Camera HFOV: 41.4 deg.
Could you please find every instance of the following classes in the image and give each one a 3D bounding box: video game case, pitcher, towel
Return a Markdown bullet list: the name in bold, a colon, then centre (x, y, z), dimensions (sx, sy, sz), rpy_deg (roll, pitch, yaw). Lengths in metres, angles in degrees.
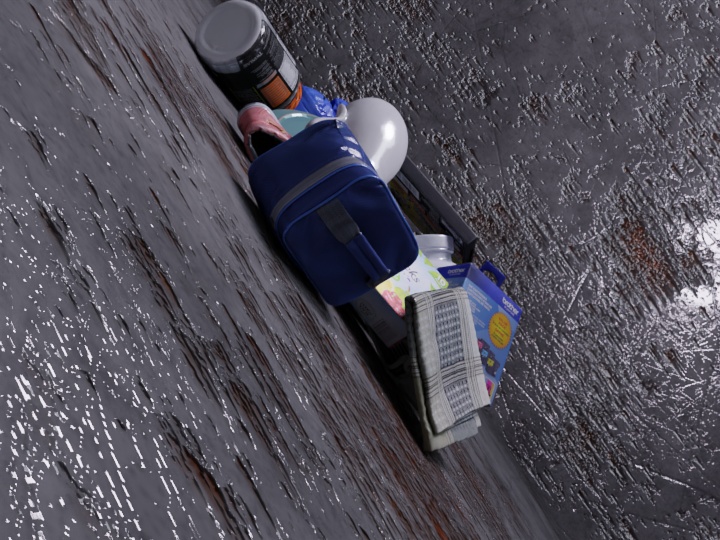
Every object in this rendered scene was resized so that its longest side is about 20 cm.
- **video game case**: centre (0.117, -0.093, 1.574), dimensions (0.200, 0.025, 0.181), rpy_deg (50, -9, 15)
- **pitcher**: centre (-0.010, -0.183, 1.380), dimensions (0.172, 0.121, 0.200), rpy_deg (55, 34, -31)
- **towel**: centre (0.116, 0.123, 1.227), dimensions (0.193, 0.035, 0.200), rpy_deg (-3, 85, -65)

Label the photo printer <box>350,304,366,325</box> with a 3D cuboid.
- **photo printer**: centre (0.000, 0.000, 1.420), dimensions (0.166, 0.069, 0.200), rpy_deg (55, 4, -41)

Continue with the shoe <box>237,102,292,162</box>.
- **shoe**: centre (-0.103, -0.142, 1.346), dimensions (0.200, 0.071, 0.091), rpy_deg (51, 11, -31)

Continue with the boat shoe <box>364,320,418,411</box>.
- **boat shoe**: centre (0.058, 0.126, 1.289), dimensions (0.200, 0.074, 0.067), rpy_deg (58, 32, 9)

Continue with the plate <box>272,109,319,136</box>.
- **plate**: centre (-0.073, -0.194, 1.486), dimensions (0.200, 0.026, 0.200), rpy_deg (19, 40, -17)

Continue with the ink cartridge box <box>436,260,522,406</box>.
- **ink cartridge box**: centre (0.157, 0.083, 1.403), dimensions (0.076, 0.200, 0.136), rpy_deg (-10, -40, 47)

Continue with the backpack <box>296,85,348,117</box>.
- **backpack**: centre (-0.084, -0.279, 1.918), dimensions (0.200, 0.168, 0.163), rpy_deg (52, -1, -16)

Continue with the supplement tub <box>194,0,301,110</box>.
- **supplement tub**: centre (-0.175, -0.336, 1.554), dimensions (0.123, 0.122, 0.200), rpy_deg (59, 4, 28)

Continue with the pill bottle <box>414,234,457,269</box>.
- **pill bottle**: centre (0.108, 0.049, 1.489), dimensions (0.112, 0.112, 0.200), rpy_deg (38, 51, -78)

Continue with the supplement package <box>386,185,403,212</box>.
- **supplement package**: centre (-0.032, -0.148, 1.691), dimensions (0.200, 0.121, 0.120), rpy_deg (57, -8, 2)

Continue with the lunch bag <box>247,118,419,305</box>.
- **lunch bag**: centre (-0.024, -0.052, 1.080), dimensions (0.200, 0.136, 0.132), rpy_deg (54, 5, -50)

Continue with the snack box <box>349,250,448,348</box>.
- **snack box**: centre (0.016, -0.014, 1.257), dimensions (0.200, 0.053, 0.142), rpy_deg (49, 35, -6)
